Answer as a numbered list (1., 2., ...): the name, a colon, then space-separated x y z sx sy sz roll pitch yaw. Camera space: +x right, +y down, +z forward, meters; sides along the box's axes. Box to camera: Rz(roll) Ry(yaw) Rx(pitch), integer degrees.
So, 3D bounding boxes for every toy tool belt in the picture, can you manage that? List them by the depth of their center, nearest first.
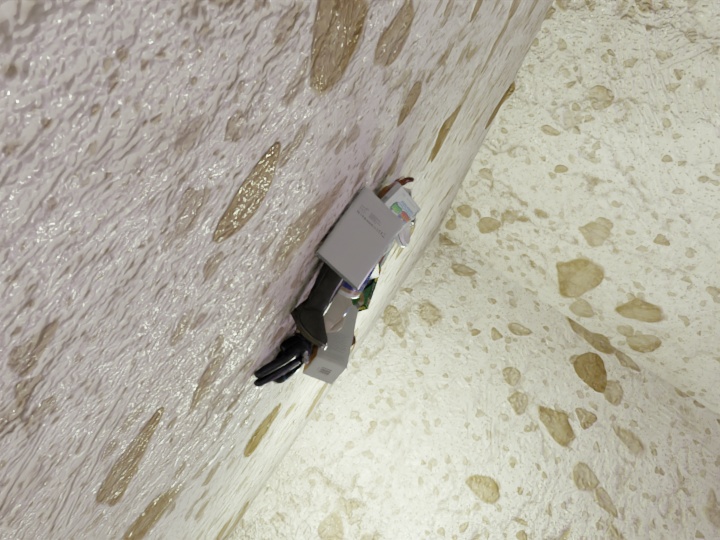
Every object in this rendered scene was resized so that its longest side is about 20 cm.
1. toy tool belt: -0.089 0.099 1.637 0.122 0.126 0.200 -23 -165 42

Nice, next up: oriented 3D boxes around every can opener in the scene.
1. can opener: -0.199 0.240 1.555 0.199 0.078 0.065 -36 133 -43

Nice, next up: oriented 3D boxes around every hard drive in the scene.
1. hard drive: 0.000 -0.076 1.400 0.201 0.132 0.027 -55 -163 -19

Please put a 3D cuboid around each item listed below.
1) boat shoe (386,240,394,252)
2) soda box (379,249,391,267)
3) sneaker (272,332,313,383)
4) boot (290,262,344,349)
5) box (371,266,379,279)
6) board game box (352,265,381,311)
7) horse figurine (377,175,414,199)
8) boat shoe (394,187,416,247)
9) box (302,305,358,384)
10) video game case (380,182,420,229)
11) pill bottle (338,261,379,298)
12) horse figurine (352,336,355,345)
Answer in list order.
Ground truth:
1. boat shoe: 0.047 -0.068 1.899 0.203 0.074 0.065 -54 177 21
2. soda box: 0.075 -0.097 1.963 0.064 0.068 0.202 -43 162 -56
3. sneaker: -0.180 0.241 1.658 0.200 0.075 0.078 -50 165 -40
4. boot: -0.075 0.063 1.424 0.201 0.182 0.072 -50 132 5
5. box: 0.000 0.000 1.796 0.108 0.035 0.200 -20 168 -1
6. board game box: 0.000 0.063 1.916 0.103 0.024 0.202 -16 -148 28
7. horse figurine: 0.072 -0.187 1.667 0.132 0.050 0.201 -36 165 -46
8. boat shoe: 0.138 -0.159 1.830 0.072 0.065 0.204 -44 135 -50
9. box: -0.084 0.200 1.729 0.125 0.096 0.203 127 -20 -50
10. video game case: 0.073 -0.137 1.650 0.182 0.024 0.200 -46 156 6
11. pill bottle: -0.007 -0.042 1.527 0.202 0.115 0.116 -60 171 14
12. horse figurine: -0.072 0.216 1.894 0.133 0.050 0.198 -47 -148 -20
